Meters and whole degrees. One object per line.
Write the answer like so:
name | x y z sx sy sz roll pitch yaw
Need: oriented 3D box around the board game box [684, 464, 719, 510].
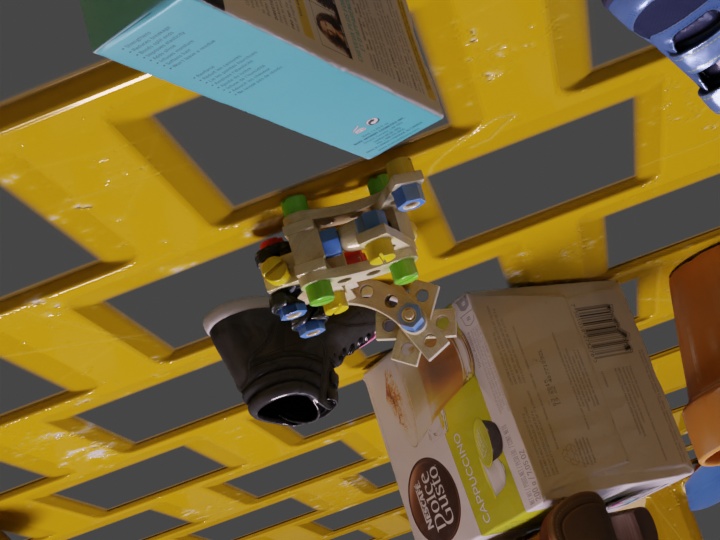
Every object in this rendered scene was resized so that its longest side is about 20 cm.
board game box | 0.736 0.419 2.747 0.157 0.039 0.201 -31 140 -3

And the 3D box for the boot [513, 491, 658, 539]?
boot | 0.161 0.254 1.157 0.153 0.075 0.199 -24 156 27

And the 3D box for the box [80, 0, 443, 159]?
box | -0.040 -0.113 0.574 0.049 0.083 0.199 -27 159 26

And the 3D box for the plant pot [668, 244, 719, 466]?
plant pot | 0.396 0.071 1.308 0.197 0.186 0.201 -17 160 -6

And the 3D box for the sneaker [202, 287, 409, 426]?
sneaker | -0.027 0.071 1.056 0.198 0.100 0.071 -5 155 -37

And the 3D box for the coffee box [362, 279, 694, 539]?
coffee box | 0.153 0.145 1.260 0.198 0.202 0.198 -4 156 -36

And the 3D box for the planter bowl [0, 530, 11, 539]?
planter bowl | -0.425 0.322 1.392 0.197 0.085 0.201 -17 161 -6

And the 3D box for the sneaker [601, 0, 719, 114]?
sneaker | 0.210 -0.134 0.745 0.198 0.083 0.074 6 151 -46

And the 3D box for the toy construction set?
toy construction set | 0.000 0.000 0.919 0.129 0.093 0.201 -20 150 5
